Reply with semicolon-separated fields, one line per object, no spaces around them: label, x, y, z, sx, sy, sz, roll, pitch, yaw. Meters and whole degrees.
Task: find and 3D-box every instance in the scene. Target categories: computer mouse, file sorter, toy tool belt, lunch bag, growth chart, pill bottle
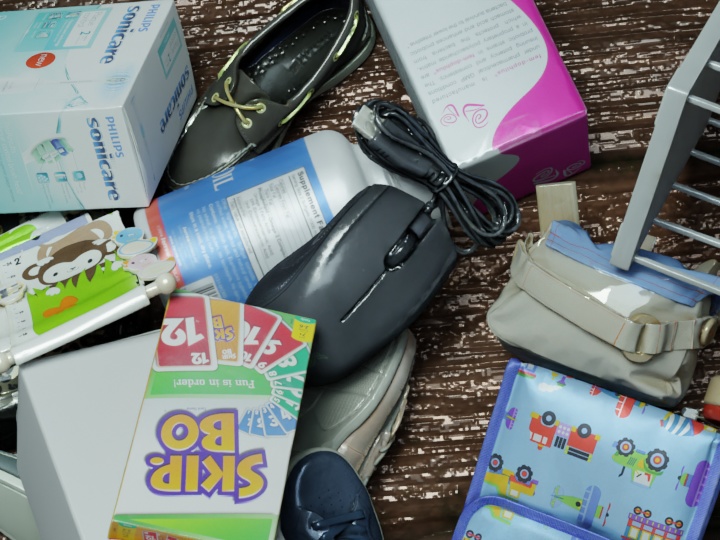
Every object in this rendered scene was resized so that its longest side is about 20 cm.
computer mouse;0.000;0.000;1.331;0.138;0.053;0.200;38;100;-19
file sorter;0.261;-0.086;1.314;0.124;0.139;0.200;22;39;12
toy tool belt;0.191;0.021;1.343;0.200;0.125;0.123;19;83;14
lunch bag;0.139;0.177;1.327;0.150;0.094;0.200;19;87;14
growth chart;-0.203;0.005;1.343;0.145;0.018;0.200;-30;29;-13
pill bottle;-0.044;-0.029;1.403;0.200;0.112;0.112;-22;69;0

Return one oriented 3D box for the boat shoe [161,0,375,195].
boat shoe;-0.073;-0.129;1.468;0.072;0.061;0.201;40;81;19

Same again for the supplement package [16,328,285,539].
supplement package;-0.131;0.154;1.281;0.120;0.121;0.200;-13;55;-19

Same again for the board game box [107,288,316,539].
board game box;-0.089;0.101;1.239;0.095;0.030;0.200;13;51;-3

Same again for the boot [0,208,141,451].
boot;-0.250;0.041;1.437;0.203;0.073;0.154;-16;63;6

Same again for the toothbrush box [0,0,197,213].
toothbrush box;-0.231;-0.113;1.434;0.200;0.085;0.146;-1;36;14

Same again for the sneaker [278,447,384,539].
sneaker;0.002;0.209;1.296;0.075;0.085;0.200;-15;90;-25

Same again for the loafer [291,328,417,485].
loafer;-0.017;0.124;1.381;0.072;0.063;0.200;14;67;48

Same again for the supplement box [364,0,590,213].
supplement box;0.076;-0.153;1.432;0.101;0.103;0.200;-23;68;0

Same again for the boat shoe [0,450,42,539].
boat shoe;-0.182;0.163;1.390;0.200;0.073;0.062;22;51;17
